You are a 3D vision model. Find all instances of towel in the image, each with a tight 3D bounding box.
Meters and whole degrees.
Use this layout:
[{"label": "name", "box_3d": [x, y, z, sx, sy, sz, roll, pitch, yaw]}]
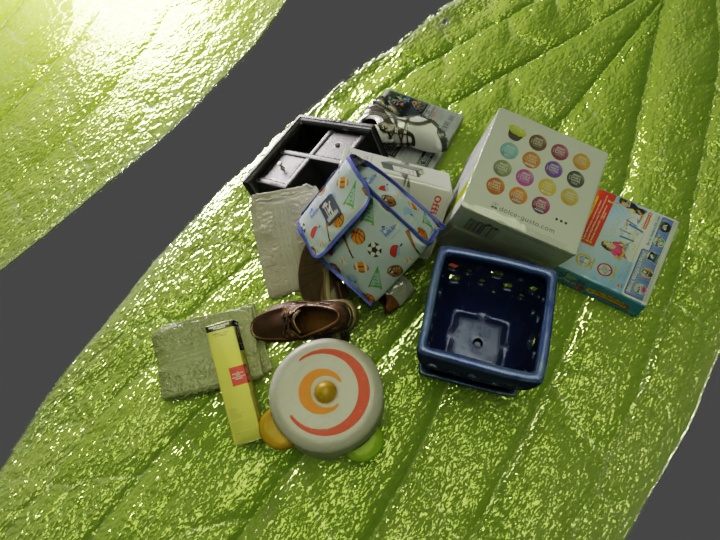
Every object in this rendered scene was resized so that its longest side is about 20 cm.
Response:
[{"label": "towel", "box_3d": [-0.267, 0.148, 1.122, 0.200, 0.036, 0.149, -15, 65, -7]}, {"label": "towel", "box_3d": [-0.125, -0.054, 1.160, 0.132, 0.034, 0.200, -12, 101, -3]}]

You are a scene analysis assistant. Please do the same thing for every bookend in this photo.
[{"label": "bookend", "box_3d": [-0.086, -0.193, 1.209, 0.199, 0.092, 0.200, 18, 62, 37]}]

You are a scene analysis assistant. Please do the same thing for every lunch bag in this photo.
[{"label": "lunch bag", "box_3d": [0.007, -0.070, 1.045, 0.200, 0.170, 0.124, 44, 29, 2]}]

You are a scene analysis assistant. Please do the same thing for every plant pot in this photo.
[{"label": "plant pot", "box_3d": [0.202, 0.098, 1.050, 0.200, 0.180, 0.200, 13, 65, 7]}]

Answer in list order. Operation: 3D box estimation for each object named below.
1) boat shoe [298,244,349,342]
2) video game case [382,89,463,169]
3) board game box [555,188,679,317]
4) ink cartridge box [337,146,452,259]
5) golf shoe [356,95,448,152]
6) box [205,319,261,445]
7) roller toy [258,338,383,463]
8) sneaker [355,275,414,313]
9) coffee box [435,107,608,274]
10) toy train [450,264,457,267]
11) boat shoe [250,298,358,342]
[{"label": "boat shoe", "box_3d": [-0.057, 0.044, 1.132, 0.072, 0.072, 0.200, -22, 76, 40]}, {"label": "video game case", "box_3d": [0.098, -0.290, 1.312, 0.182, 0.023, 0.200, 23, 57, 12]}, {"label": "board game box", "box_3d": [0.466, -0.044, 1.179, 0.196, 0.056, 0.200, 27, 68, 14]}, {"label": "ink cartridge box", "box_3d": [0.048, -0.120, 1.127, 0.200, 0.146, 0.084, 14, 31, -2]}, {"label": "golf shoe", "box_3d": [0.080, -0.270, 1.242, 0.200, 0.078, 0.094, 32, 61, 30]}, {"label": "box", "box_3d": [-0.208, 0.185, 1.047, 0.050, 0.075, 0.200, -14, 83, -6]}, {"label": "roller toy", "box_3d": [-0.055, 0.209, 1.021, 0.200, 0.140, 0.183, 6, 68, 4]}, {"label": "sneaker", "box_3d": [0.000, 0.000, 1.163, 0.200, 0.073, 0.085, 39, 69, 17]}, {"label": "coffee box", "box_3d": [0.271, -0.122, 1.089, 0.200, 0.200, 0.198, 24, 73, 1]}, {"label": "toy train", "box_3d": [0.231, -0.066, 1.203, 0.200, 0.056, 0.150, -16, 77, -10]}, {"label": "boat shoe", "box_3d": [-0.106, 0.084, 1.066, 0.200, 0.068, 0.072, -10, 84, 21]}]
